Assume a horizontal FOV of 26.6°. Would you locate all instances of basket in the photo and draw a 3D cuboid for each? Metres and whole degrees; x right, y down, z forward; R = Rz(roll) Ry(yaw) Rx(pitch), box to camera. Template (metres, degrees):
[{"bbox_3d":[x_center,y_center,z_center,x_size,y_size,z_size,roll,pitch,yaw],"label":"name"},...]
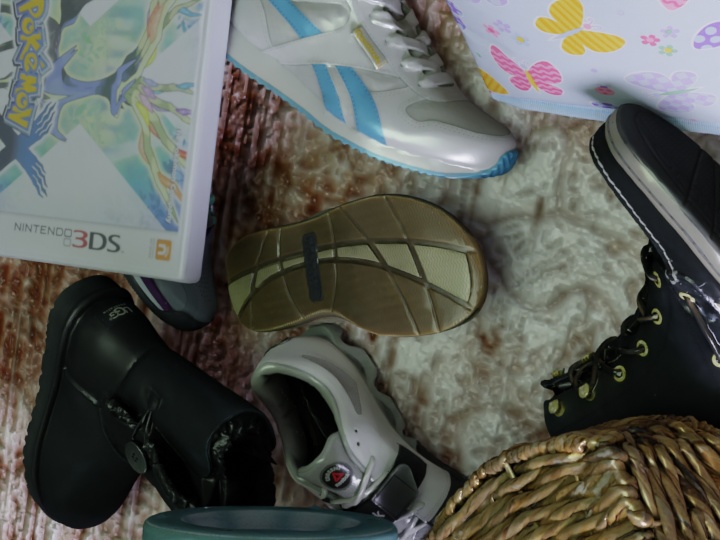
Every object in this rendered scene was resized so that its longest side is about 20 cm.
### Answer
[{"bbox_3d":[0.135,0.154,0.778,0.200,0.148,0.144,-48,56,47],"label":"basket"}]

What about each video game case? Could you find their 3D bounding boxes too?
[{"bbox_3d":[-0.160,-0.102,0.908,0.181,0.022,0.202,7,91,32],"label":"video game case"}]

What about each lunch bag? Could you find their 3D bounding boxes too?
[{"bbox_3d":[0.141,-0.153,0.708,0.198,0.170,0.128,13,70,30],"label":"lunch bag"}]

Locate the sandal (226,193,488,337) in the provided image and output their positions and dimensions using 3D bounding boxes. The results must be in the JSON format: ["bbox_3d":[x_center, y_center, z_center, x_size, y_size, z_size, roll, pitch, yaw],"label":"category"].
[{"bbox_3d":[0.000,0.000,0.892,0.199,0.054,0.081,-7,87,45],"label":"sandal"}]

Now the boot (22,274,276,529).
[{"bbox_3d":[-0.129,0.123,0.926,0.168,0.076,0.202,40,133,33],"label":"boot"}]

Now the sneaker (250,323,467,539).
[{"bbox_3d":[0.004,0.125,0.885,0.200,0.088,0.074,49,115,13],"label":"sneaker"}]

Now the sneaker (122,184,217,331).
[{"bbox_3d":[-0.116,-0.066,0.933,0.087,0.074,0.202,-23,85,25],"label":"sneaker"}]

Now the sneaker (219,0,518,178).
[{"bbox_3d":[0.007,-0.118,0.853,0.199,0.076,0.081,34,111,19],"label":"sneaker"}]

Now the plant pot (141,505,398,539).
[{"bbox_3d":[-0.047,0.221,0.782,0.198,0.200,0.190,0,86,29],"label":"plant pot"}]

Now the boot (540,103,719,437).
[{"bbox_3d":[0.142,0.029,0.770,0.153,0.074,0.204,-33,110,32],"label":"boot"}]
